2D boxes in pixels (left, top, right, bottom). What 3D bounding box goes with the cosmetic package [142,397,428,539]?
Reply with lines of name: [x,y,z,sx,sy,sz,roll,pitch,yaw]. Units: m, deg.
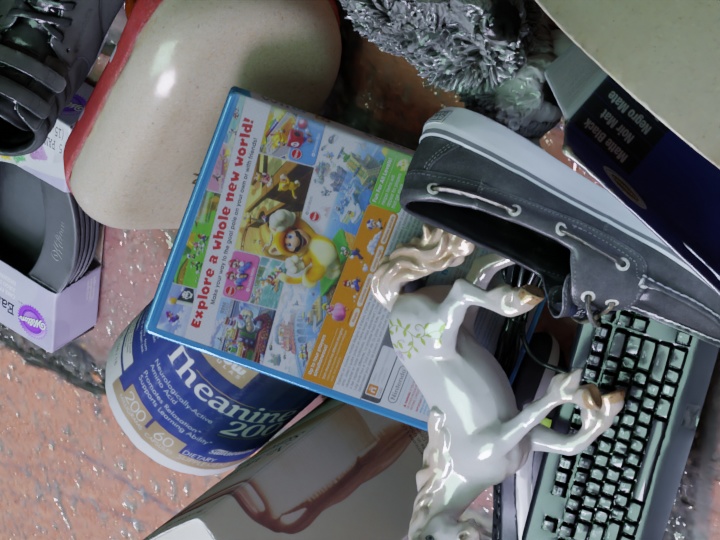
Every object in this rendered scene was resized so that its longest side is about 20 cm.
cosmetic package: [-0.034,0.141,1.439,0.103,0.200,0.087,-31,94,45]

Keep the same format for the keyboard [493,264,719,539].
keyboard: [0.120,0.060,1.331,0.127,0.021,0.200,18,106,17]

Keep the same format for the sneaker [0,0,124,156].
sneaker: [-0.169,-0.137,1.345,0.071,0.099,0.200,25,139,-1]

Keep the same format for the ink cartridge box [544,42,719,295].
ink cartridge box: [0.171,-0.024,1.152,0.200,0.200,0.041,42,102,-9]

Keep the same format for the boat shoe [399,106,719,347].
boat shoe: [0.109,-0.006,1.251,0.200,0.066,0.070,32,161,-7]

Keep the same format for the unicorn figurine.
unicorn figurine: [0.063,0.071,1.315,0.137,0.074,0.200,-26,73,27]

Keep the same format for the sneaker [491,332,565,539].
sneaker: [0.118,0.128,1.414,0.083,0.072,0.200,0,110,-3]

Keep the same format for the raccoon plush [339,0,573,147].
raccoon plush: [0.025,-0.129,1.280,0.200,0.097,0.134,16,144,17]

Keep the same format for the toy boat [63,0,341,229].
toy boat: [-0.097,-0.122,1.415,0.200,0.130,0.131,-55,47,44]

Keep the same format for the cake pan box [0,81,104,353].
cake pan box: [-0.244,-0.065,1.604,0.200,0.052,0.184,30,133,23]

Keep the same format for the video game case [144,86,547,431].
video game case: [0.000,0.000,1.351,0.200,0.018,0.143,20,104,-7]

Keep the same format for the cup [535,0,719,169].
cup: [0.187,-0.134,1.118,0.200,0.200,0.143,43,107,12]

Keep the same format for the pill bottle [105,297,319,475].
pill bottle: [-0.060,0.032,1.460,0.111,0.111,0.200,51,136,4]
